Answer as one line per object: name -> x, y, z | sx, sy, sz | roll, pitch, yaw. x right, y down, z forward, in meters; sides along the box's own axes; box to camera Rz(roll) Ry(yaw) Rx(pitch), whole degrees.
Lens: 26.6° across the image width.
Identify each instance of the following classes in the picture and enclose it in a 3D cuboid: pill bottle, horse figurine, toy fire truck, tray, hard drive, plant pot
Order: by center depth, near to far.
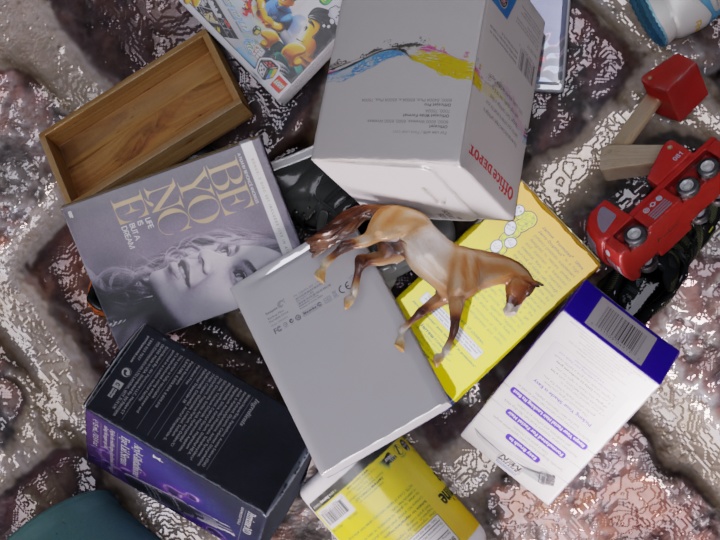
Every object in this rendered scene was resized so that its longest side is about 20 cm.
horse figurine -> 0.047, -0.002, 1.353 | 0.200, 0.050, 0.133 | 35, 70, 15
hard drive -> -0.020, 0.069, 1.383 | 0.132, 0.025, 0.200 | -31, 69, 7
toy fire truck -> 0.268, -0.096, 1.390 | 0.200, 0.049, 0.141 | -42, 46, -6
pill bottle -> 0.046, 0.248, 1.445 | 0.112, 0.112, 0.200 | -42, 86, 6
plant pot -> -0.250, 0.322, 1.456 | 0.200, 0.200, 0.188 | -38, 71, 6
tray -> -0.212, -0.142, 1.495 | 0.200, 0.037, 0.099 | -31, 62, 8

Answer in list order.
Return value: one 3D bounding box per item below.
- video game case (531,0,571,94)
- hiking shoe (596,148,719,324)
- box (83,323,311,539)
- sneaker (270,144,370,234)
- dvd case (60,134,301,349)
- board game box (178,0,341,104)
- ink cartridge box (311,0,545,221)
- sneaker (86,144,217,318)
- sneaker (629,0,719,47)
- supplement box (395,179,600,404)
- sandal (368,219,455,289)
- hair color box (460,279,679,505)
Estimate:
video game case -> 0.104, -0.268, 1.474 | 0.200, 0.023, 0.183 | 4, 92, 7
hiking shoe -> 0.288, -0.019, 1.411 | 0.076, 0.101, 0.200 | 28, 97, -6
box -> -0.151, 0.164, 1.438 | 0.200, 0.148, 0.104 | 29, 63, 7
sneaker -> -0.057, -0.054, 1.462 | 0.200, 0.071, 0.099 | -26, 64, 4
dvd case -> -0.162, -0.025, 1.432 | 0.200, 0.016, 0.149 | -19, 104, 3
board game box -> -0.102, -0.277, 1.485 | 0.200, 0.035, 0.126 | 45, 97, 10
ink cartridge box -> 0.063, -0.161, 1.357 | 0.144, 0.147, 0.200 | 3, 73, 26
sneaker -> -0.197, -0.034, 1.483 | 0.070, 0.090, 0.200 | 35, 95, 6
sneaker -> 0.275, -0.316, 1.431 | 0.081, 0.077, 0.200 | -25, 94, -1
supplement box -> 0.118, 0.022, 1.434 | 0.200, 0.109, 0.110 | -44, 85, 6
sandal -> 0.001, 0.005, 1.476 | 0.202, 0.083, 0.050 | -20, 131, 6
hair color box -> 0.190, 0.115, 1.399 | 0.109, 0.065, 0.200 | 38, 130, 5
